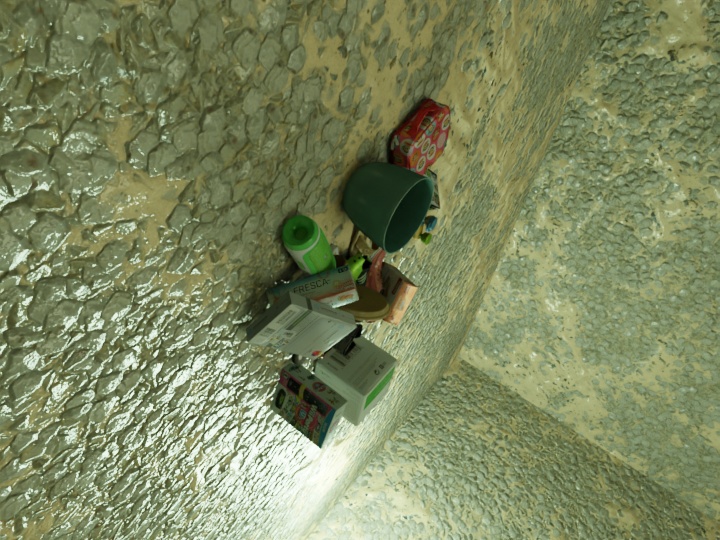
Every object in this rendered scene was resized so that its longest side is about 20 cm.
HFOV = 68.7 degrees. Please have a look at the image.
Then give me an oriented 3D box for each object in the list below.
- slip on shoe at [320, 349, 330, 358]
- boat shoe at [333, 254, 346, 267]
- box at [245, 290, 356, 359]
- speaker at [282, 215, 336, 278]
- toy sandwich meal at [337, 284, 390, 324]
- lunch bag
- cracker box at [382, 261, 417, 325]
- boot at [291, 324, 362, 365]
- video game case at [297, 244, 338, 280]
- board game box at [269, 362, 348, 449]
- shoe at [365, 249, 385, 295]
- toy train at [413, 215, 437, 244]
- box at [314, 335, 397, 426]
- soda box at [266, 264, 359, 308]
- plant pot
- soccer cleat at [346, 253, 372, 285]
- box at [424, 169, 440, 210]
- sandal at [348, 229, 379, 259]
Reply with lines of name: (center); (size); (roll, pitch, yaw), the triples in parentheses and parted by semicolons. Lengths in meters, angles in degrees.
slip on shoe: (-0.080, 0.197, 1.588); (0.200, 0.061, 0.074); (-39, 149, -43)
boat shoe: (-0.098, 0.053, 1.300); (0.200, 0.072, 0.072); (-56, 158, -26)
box: (-0.131, 0.129, 1.188); (0.199, 0.041, 0.156); (24, 127, -40)
speaker: (-0.111, -0.043, 1.183); (0.089, 0.088, 0.200); (-53, 157, -14)
toy sandwich meal: (-0.017, 0.098, 1.381); (0.205, 0.204, 0.071); (-24, 131, -55)
lunch bag: (0.158, -0.345, 1.375); (0.200, 0.082, 0.177); (-50, 156, -21)
cracker box: (0.090, 0.067, 1.631); (0.057, 0.200, 0.135); (23, 100, -24)
boot: (-0.092, 0.204, 1.475); (0.200, 0.131, 0.070); (-54, 158, -12)
video game case: (-0.120, 0.054, 1.370); (0.200, 0.022, 0.183); (-48, 155, -26)
board game box: (-0.148, 0.377, 1.484); (0.064, 0.199, 0.148); (-20, 137, -57)
shoe: (0.046, 0.020, 1.589); (0.201, 0.091, 0.071); (-60, 158, 2)
toy train: (0.173, -0.116, 1.655); (0.085, 0.115, 0.201); (-42, 152, -35)
box: (-0.022, 0.347, 1.719); (0.199, 0.199, 0.172); (-39, 153, -42)
soda box: (-0.108, 0.056, 1.201); (0.199, 0.069, 0.064); (-17, 152, 0)
plant pot: (0.055, -0.167, 1.272); (0.201, 0.161, 0.201); (-44, 154, -28)
soccer cleat: (0.000, 0.000, 1.462); (0.081, 0.068, 0.200); (-38, 167, 3)
box: (0.189, -0.247, 1.556); (0.200, 0.034, 0.111); (6, 77, -66)
sandal: (0.020, -0.079, 1.436); (0.078, 0.069, 0.213); (-40, 151, -39)
